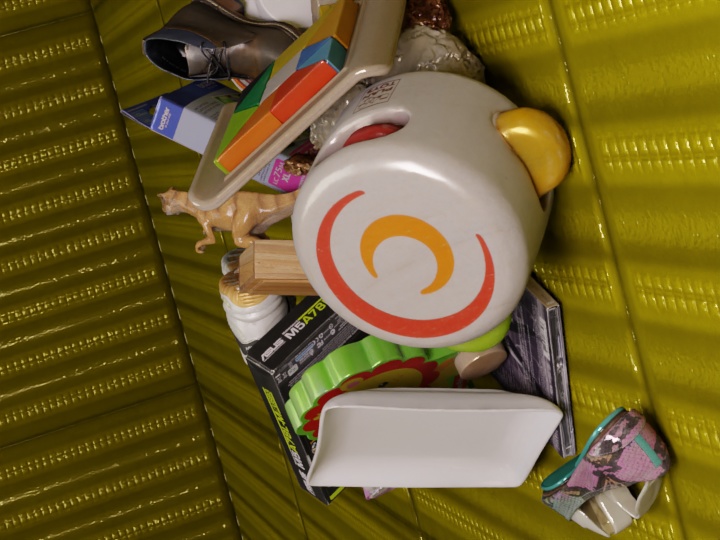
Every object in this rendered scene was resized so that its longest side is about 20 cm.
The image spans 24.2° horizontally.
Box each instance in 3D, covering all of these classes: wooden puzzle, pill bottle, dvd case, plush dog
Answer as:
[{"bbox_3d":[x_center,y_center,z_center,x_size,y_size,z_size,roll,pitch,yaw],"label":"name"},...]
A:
[{"bbox_3d":[-0.052,-0.149,1.346,0.037,0.199,0.186,46,-154,-19],"label":"wooden puzzle"},{"bbox_3d":[-0.076,-0.250,1.699,0.200,0.112,0.114,132,120,-75],"label":"pill bottle"},{"bbox_3d":[0.130,0.050,1.447,0.200,0.016,0.150,-130,26,-57],"label":"dvd case"},{"bbox_3d":[0.036,-0.134,1.387,0.172,0.159,0.202,-38,69,47],"label":"plush dog"}]

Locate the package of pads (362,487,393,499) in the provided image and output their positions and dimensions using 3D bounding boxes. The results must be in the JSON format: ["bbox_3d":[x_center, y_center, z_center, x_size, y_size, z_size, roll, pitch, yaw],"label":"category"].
[{"bbox_3d":[0.024,0.125,1.732,0.076,0.119,0.201,96,153,-58],"label":"package of pads"}]

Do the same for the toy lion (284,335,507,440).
[{"bbox_3d":[0.026,0.103,1.478,0.201,0.190,0.069,92,155,-63],"label":"toy lion"}]

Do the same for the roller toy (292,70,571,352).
[{"bbox_3d":[0.051,-0.051,1.263,0.140,0.181,0.201,-64,-6,-48],"label":"roller toy"}]

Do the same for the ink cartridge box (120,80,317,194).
[{"bbox_3d":[-0.112,-0.130,1.568,0.119,0.198,0.042,-42,-26,-67],"label":"ink cartridge box"}]

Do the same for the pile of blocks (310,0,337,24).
[{"bbox_3d":[0.010,-0.176,1.549,0.082,0.061,0.202,131,126,-68],"label":"pile of blocks"}]

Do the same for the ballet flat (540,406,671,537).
[{"bbox_3d":[0.187,0.161,1.274,0.071,0.069,0.200,50,161,11],"label":"ballet flat"}]

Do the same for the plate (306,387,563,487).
[{"bbox_3d":[0.058,0.141,1.434,0.200,0.197,0.033,103,167,-64],"label":"plate"}]

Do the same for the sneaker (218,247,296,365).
[{"bbox_3d":[-0.093,0.030,1.585,0.200,0.075,0.089,-67,-32,-72],"label":"sneaker"}]

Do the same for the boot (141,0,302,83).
[{"bbox_3d":[-0.116,-0.194,1.584,0.199,0.097,0.075,33,143,35],"label":"boot"}]

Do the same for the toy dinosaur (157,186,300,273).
[{"bbox_3d":[-0.095,-0.048,1.491,0.060,0.198,0.107,-44,-54,-64],"label":"toy dinosaur"}]

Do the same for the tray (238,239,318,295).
[{"bbox_3d":[0.000,0.000,1.441,0.099,0.198,0.038,147,122,-76],"label":"tray"}]

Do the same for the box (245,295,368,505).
[{"bbox_3d":[-0.001,0.086,1.560,0.047,0.200,0.194,29,152,37],"label":"box"}]
